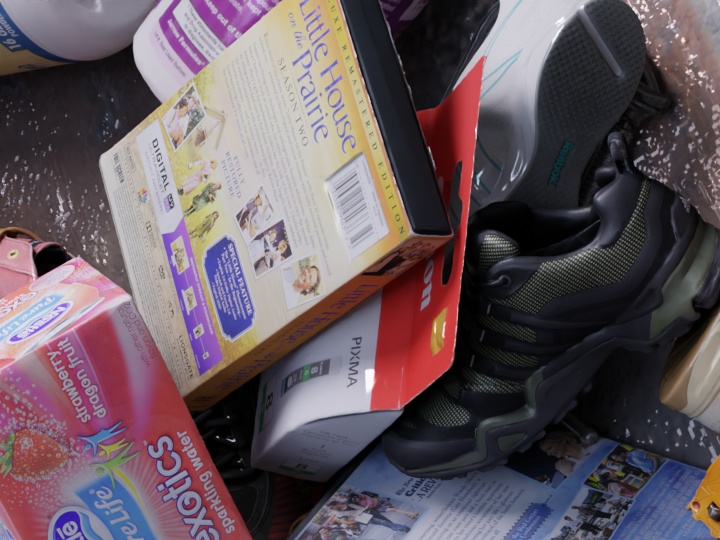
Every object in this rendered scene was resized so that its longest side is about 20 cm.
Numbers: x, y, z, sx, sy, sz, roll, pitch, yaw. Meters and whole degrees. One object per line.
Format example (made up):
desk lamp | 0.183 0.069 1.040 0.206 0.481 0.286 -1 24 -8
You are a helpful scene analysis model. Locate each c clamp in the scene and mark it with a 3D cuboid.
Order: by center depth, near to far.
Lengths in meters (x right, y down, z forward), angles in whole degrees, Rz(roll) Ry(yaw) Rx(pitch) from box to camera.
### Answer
c clamp | 0.094 -0.039 1.180 0.171 0.027 0.200 30 104 38

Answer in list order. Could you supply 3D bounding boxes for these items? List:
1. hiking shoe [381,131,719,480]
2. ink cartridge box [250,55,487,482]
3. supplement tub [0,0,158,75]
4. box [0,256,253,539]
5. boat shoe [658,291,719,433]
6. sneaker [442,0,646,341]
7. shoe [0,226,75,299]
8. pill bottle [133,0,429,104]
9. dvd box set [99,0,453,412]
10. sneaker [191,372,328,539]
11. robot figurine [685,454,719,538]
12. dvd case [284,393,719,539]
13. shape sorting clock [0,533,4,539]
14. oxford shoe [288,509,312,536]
hiking shoe | 0.074 0.017 1.101 0.200 0.076 0.101 -38 103 22
ink cartridge box | 0.000 0.000 1.143 0.200 0.050 0.161 129 150 -64
supplement tub | -0.226 -0.181 1.350 0.200 0.145 0.145 -6 81 35
box | -0.124 0.109 1.125 0.200 0.103 0.095 66 165 -20
boat shoe | 0.211 -0.012 1.071 0.065 0.072 0.200 29 99 -2
sneaker | 0.071 -0.049 1.149 0.080 0.070 0.200 42 111 54
shoe | -0.213 -0.005 1.372 0.091 0.071 0.200 -36 71 26
pill bottle | -0.019 -0.159 1.219 0.200 0.112 0.112 -49 60 22
dvd box set | -0.047 -0.037 1.136 0.200 0.029 0.146 -36 63 41
sneaker | -0.073 0.068 1.242 0.071 0.098 0.201 -16 77 32
robot figurine | 0.230 0.038 1.006 0.058 0.145 0.200 48 122 25
dvd case | 0.071 0.127 1.122 0.200 0.143 0.018 17 139 36
shape sorting clock | -0.221 0.126 1.265 0.200 0.039 0.200 11 105 49
oxford shoe | 0.049 0.159 1.161 0.200 0.071 0.071 11 90 35
